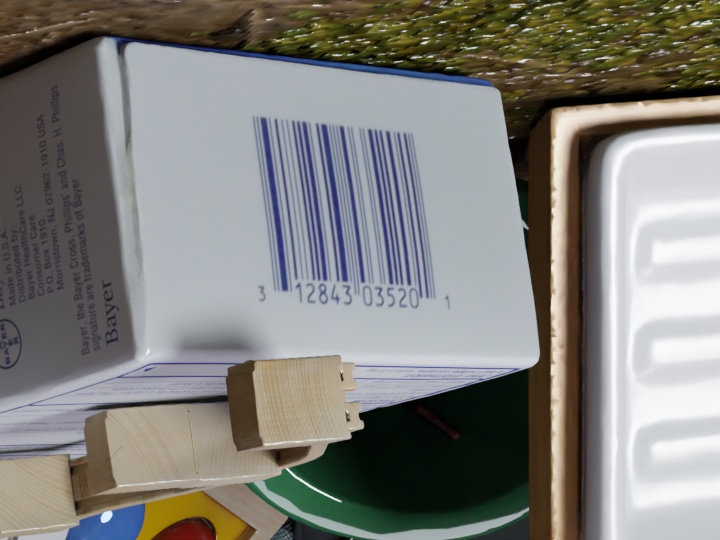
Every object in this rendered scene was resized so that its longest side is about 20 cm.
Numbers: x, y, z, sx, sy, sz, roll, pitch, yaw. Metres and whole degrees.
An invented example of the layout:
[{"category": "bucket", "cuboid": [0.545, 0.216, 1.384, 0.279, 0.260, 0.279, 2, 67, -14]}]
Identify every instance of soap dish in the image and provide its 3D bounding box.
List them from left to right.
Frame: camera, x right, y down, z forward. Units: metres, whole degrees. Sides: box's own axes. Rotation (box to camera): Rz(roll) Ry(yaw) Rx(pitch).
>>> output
[{"category": "soap dish", "cuboid": [0.135, 0.030, 1.119, 0.157, 0.200, 0.081, -5, -167, -21]}]

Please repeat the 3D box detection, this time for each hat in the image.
[{"category": "hat", "cuboid": [0.000, 0.000, 1.224, 0.200, 0.166, 0.176, 11, -159, -14]}]

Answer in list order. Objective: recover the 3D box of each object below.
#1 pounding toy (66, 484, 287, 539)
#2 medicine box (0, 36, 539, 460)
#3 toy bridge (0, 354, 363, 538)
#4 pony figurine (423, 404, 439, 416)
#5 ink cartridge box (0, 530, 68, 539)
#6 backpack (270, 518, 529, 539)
[{"category": "pounding toy", "cuboid": [-0.137, 0.143, 1.264, 0.200, 0.142, 0.184, -50, 148, -2]}, {"category": "medicine box", "cuboid": [-0.077, 0.002, 1.000, 0.200, 0.103, 0.182, -16, 167, 42]}, {"category": "toy bridge", "cuboid": [-0.055, 0.057, 0.953, 0.067, 0.027, 0.200, -3, 169, -33]}, {"category": "pony figurine", "cuboid": [0.074, 0.050, 1.320, 0.200, 0.167, 0.193, -18, -152, -42]}, {"category": "ink cartridge box", "cuboid": [-0.200, 0.096, 1.047, 0.145, 0.084, 0.200, 24, -164, 8]}, {"category": "backpack", "cuboid": [-0.009, 0.114, 1.480, 0.176, 0.153, 0.200, -8, -150, -33]}]
